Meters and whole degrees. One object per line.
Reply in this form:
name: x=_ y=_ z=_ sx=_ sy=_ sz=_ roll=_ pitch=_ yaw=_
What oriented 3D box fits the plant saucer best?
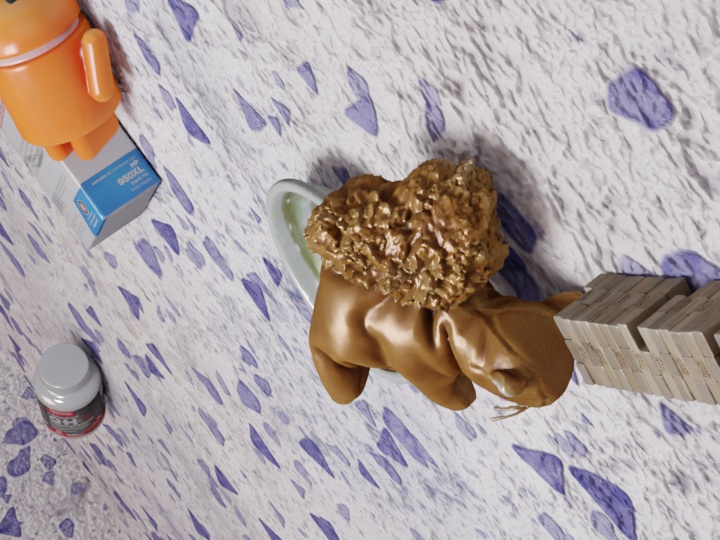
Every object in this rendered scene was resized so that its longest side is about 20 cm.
plant saucer: x=0.000 y=0.000 z=1.284 sx=0.200 sy=0.050 sz=0.200 roll=44 pitch=157 yaw=25

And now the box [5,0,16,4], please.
box: x=-0.310 y=-0.346 z=1.265 sx=0.200 sy=0.124 sz=0.149 roll=45 pitch=167 yaw=38

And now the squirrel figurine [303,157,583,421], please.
squirrel figurine: x=0.059 y=0.020 z=1.072 sx=0.187 sy=0.142 sz=0.200 roll=25 pitch=148 yaw=42

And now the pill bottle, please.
pill bottle: x=-0.487 y=0.198 z=2.582 sx=0.111 sy=0.111 sz=0.200 roll=47 pitch=159 yaw=18

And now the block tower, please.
block tower: x=0.193 y=0.040 z=0.916 sx=0.054 sy=0.058 sz=0.200 roll=61 pitch=160 yaw=-14

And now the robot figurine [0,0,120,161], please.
robot figurine: x=-0.316 y=-0.207 z=1.564 sx=0.144 sy=0.117 sz=0.200 roll=44 pitch=161 yaw=55

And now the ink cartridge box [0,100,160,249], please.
ink cartridge box: x=-0.323 y=-0.139 z=1.727 sx=0.200 sy=0.084 sz=0.145 roll=53 pitch=159 yaw=0
